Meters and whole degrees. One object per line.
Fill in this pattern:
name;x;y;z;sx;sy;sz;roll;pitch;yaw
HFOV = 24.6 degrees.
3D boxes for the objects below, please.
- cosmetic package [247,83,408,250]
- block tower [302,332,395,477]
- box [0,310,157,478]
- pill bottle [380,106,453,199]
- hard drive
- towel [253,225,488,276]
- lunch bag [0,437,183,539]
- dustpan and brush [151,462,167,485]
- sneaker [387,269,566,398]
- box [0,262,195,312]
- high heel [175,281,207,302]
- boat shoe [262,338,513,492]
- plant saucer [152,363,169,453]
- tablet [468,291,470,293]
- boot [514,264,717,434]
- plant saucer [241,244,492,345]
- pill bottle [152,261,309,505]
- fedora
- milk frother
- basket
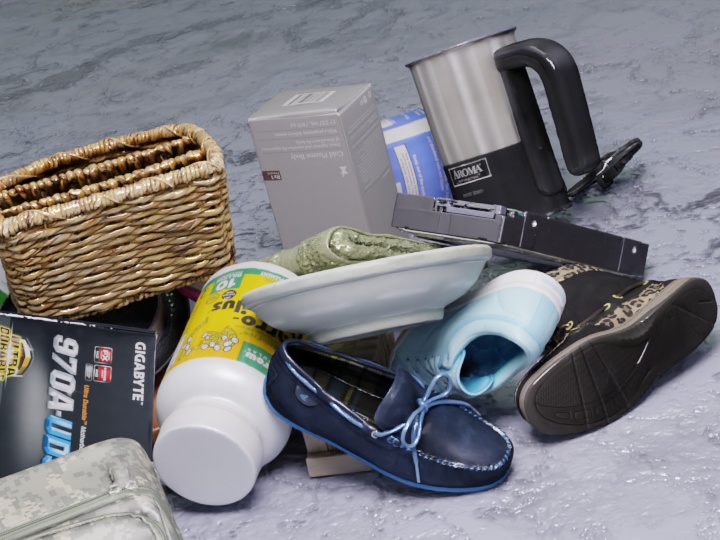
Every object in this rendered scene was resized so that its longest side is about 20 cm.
cosmetic package;-0.026;-0.073;1.600;0.106;0.201;0.090;-4;23;28
block tower;-0.008;0.095;1.385;0.054;0.058;0.200;-9;25;12
box;-0.243;0.126;1.293;0.158;0.046;0.201;8;46;-12
pill bottle;0.089;-0.123;1.759;0.199;0.113;0.112;-18;23;-13
hard drive;0.144;-0.030;1.480;0.199;0.038;0.139;13;-2;-43
towel;0.000;0.000;1.471;0.199;0.037;0.148;5;-18;-44
lunch bag;-0.199;0.228;1.103;0.199;0.140;0.168;-18;40;-9
dustpan and brush;-0.218;0.162;1.330;0.199;0.057;0.140;13;45;-16
sneaker;0.077;0.069;1.310;0.200;0.074;0.082;-40;14;46
box;-0.283;0.017;1.671;0.176;0.097;0.200;-26;25;-22
high heel;-0.141;0.023;1.530;0.096;0.068;0.200;-33;-10;22
boat shoe;0.020;0.110;1.240;0.199;0.069;0.084;15;47;4
plant saucer;-0.203;0.118;1.467;0.199;0.038;0.200;-12;23;5
tablet;-0.003;0.032;1.499;0.199;0.014;0.130;-9;-13;11
boot;0.175;0.058;1.351;0.200;0.073;0.150;-34;24;-23
plant saucer;0.008;0.024;1.280;0.199;0.051;0.200;-11;-4;-1
pill bottle;-0.102;0.092;1.344;0.112;0.113;0.200;-6;34;18
fedora;-0.246;0.022;1.476;0.199;0.092;0.201;-1;43;1
milk frother;0.170;-0.150;1.658;0.180;0.189;0.200;-16;5;26
basket;-0.216;-0.065;1.387;0.199;0.149;0.143;-17;54;-10
